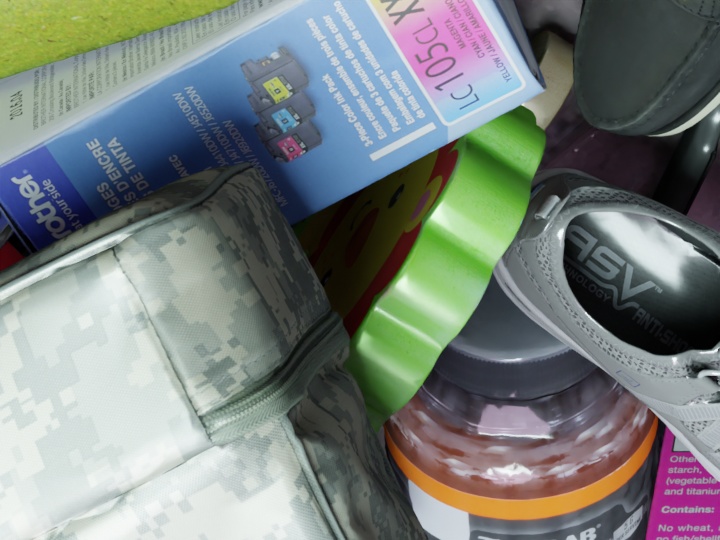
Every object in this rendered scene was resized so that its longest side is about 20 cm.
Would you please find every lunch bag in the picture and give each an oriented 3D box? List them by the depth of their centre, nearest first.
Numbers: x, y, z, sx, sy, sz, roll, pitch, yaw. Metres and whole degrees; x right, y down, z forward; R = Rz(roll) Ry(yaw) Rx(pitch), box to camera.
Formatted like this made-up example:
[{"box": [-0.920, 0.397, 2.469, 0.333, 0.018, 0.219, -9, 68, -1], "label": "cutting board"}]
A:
[{"box": [-0.083, 0.084, 0.775, 0.200, 0.139, 0.168, -27, 92, 11], "label": "lunch bag"}]

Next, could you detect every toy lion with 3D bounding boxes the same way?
[{"box": [0.000, 0.000, 0.919, 0.069, 0.192, 0.200, 31, 132, -13], "label": "toy lion"}]

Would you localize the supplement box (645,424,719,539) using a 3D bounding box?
[{"box": [0.161, 0.126, 0.982, 0.103, 0.200, 0.101, 0, 130, 18], "label": "supplement box"}]

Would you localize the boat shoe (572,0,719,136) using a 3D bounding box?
[{"box": [0.108, -0.122, 0.850, 0.074, 0.063, 0.201, 45, 135, 24], "label": "boat shoe"}]

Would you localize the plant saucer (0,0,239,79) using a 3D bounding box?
[{"box": [-0.145, -0.157, 0.833, 0.200, 0.048, 0.200, -15, 82, 27], "label": "plant saucer"}]

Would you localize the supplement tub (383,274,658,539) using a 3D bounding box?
[{"box": [0.063, 0.079, 1.026, 0.107, 0.107, 0.200, 5, 135, 12], "label": "supplement tub"}]

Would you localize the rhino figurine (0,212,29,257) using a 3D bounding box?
[{"box": [-0.124, -0.021, 1.026, 0.087, 0.060, 0.200, -8, 136, 16], "label": "rhino figurine"}]

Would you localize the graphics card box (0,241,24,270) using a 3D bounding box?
[{"box": [-0.206, 0.052, 1.025, 0.051, 0.126, 0.200, 45, 151, -25], "label": "graphics card box"}]

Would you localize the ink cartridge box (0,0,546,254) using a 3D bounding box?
[{"box": [-0.051, -0.070, 0.870, 0.200, 0.136, 0.076, -26, 121, 9], "label": "ink cartridge box"}]

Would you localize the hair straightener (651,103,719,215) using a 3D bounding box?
[{"box": [0.119, -0.065, 0.930, 0.077, 0.041, 0.200, 14, 133, 3], "label": "hair straightener"}]

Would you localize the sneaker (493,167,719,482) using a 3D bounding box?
[{"box": [0.130, 0.035, 0.896, 0.200, 0.082, 0.075, 29, 89, 1], "label": "sneaker"}]
